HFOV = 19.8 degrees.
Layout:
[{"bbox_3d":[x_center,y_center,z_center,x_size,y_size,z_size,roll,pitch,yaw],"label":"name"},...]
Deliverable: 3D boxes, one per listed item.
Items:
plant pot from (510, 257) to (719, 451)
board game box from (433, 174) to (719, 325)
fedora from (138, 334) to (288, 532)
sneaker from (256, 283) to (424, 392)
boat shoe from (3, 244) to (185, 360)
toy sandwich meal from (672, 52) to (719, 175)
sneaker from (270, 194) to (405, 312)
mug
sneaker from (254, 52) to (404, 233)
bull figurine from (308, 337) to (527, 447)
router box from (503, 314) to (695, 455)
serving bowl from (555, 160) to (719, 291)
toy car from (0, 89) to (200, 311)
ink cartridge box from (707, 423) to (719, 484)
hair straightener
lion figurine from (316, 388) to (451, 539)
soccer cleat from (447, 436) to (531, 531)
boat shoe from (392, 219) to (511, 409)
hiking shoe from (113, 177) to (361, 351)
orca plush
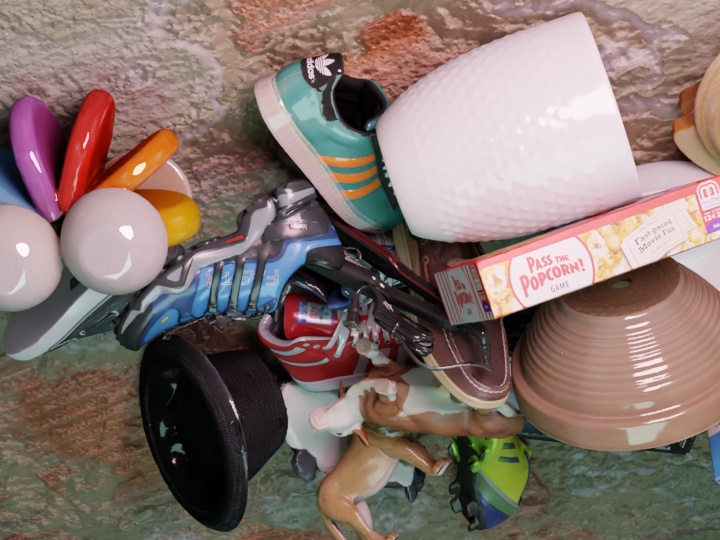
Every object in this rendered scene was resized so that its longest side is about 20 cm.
[{"bbox_3d":[0.214,0.046,1.644,0.199,0.201,0.093,-9,122,7],"label":"plant pot"},{"bbox_3d":[0.167,-0.013,1.556,0.198,0.047,0.151,-19,180,-11],"label":"board game box"},{"bbox_3d":[-0.124,0.137,1.882,0.091,0.201,0.201,-22,151,-28],"label":"fedora"},{"bbox_3d":[0.005,0.045,1.814,0.198,0.072,0.112,-19,143,22],"label":"sneaker"},{"bbox_3d":[-0.227,0.024,1.778,0.066,0.070,0.200,31,123,-34],"label":"boat shoe"},{"bbox_3d":[0.344,-0.142,1.610,0.203,0.071,0.206,-3,137,-3],"label":"toy sandwich meal"},{"bbox_3d":[0.000,0.000,1.744,0.198,0.086,0.077,7,141,-15],"label":"sneaker"},{"bbox_3d":[0.113,-0.085,1.581,0.174,0.149,0.200,-19,149,5],"label":"mug"},{"bbox_3d":[-0.001,-0.099,1.629,0.079,0.072,0.200,-23,142,19],"label":"sneaker"},{"bbox_3d":[0.050,0.108,1.778,0.198,0.066,0.122,-1,157,8],"label":"bull figurine"},{"bbox_3d":[0.184,0.100,1.839,0.199,0.063,0.150,3,154,43],"label":"router box"},{"bbox_3d":[0.253,-0.028,1.744,0.198,0.066,0.201,-3,142,-2],"label":"serving bowl"},{"bbox_3d":[-0.229,-0.064,1.608,0.198,0.175,0.151,-9,108,7],"label":"toy car"},{"bbox_3d":[0.394,0.096,1.806,0.144,0.201,0.147,30,132,-33],"label":"ink cartridge box"},{"bbox_3d":[0.021,0.031,1.647,0.199,0.077,0.041,35,160,20],"label":"hair straightener"},{"bbox_3d":[0.006,0.183,1.910,0.201,0.122,0.072,-58,168,9],"label":"lion figurine"},{"bbox_3d":[0.131,0.176,2.017,0.083,0.065,0.201,-25,143,-21],"label":"soccer cleat"},{"bbox_3d":[0.081,0.014,1.675,0.072,0.201,0.072,0,148,-26],"label":"boat shoe"},{"bbox_3d":[-0.103,0.013,1.626,0.199,0.074,0.087,-35,91,8],"label":"hiking shoe"},{"bbox_3d":[-0.022,0.150,1.976,0.199,0.071,0.106,17,93,-34],"label":"orca plush"}]
